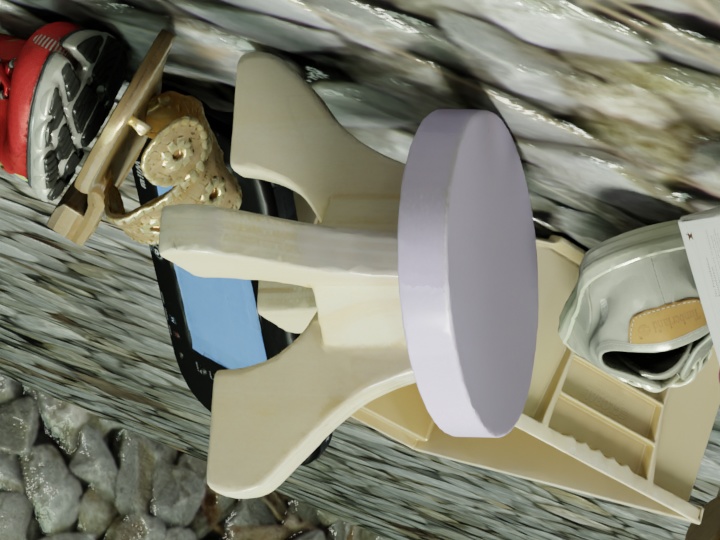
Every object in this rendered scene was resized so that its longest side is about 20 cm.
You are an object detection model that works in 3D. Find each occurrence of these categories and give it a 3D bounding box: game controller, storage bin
[{"bbox_3d":[-0.064,0.002,1.346,0.104,0.042,0.200,20,136,34],"label":"game controller"},{"bbox_3d":[0.056,0.038,1.433,0.200,0.094,0.198,12,168,44],"label":"storage bin"}]

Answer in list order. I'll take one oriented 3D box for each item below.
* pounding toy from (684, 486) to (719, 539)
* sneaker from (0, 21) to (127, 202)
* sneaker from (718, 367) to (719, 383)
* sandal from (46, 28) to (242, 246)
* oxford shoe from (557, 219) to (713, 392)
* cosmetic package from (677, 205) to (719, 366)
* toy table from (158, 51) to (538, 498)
[{"bbox_3d":[0.225,0.177,1.593,0.142,0.184,0.200,21,171,-4],"label":"pounding toy"},{"bbox_3d":[-0.162,-0.078,1.304,0.085,0.077,0.200,29,169,-5],"label":"sneaker"},{"bbox_3d":[0.244,0.085,1.310,0.200,0.088,0.074,14,169,38],"label":"sneaker"},{"bbox_3d":[-0.085,-0.044,1.250,0.070,0.078,0.212,31,163,-6],"label":"sandal"},{"bbox_3d":[0.130,0.028,1.264,0.075,0.058,0.200,-19,167,1],"label":"oxford shoe"},{"bbox_3d":[0.181,0.067,1.044,0.051,0.200,0.083,-18,-176,-20],"label":"cosmetic package"},{"bbox_3d":[0.000,0.000,1.147,0.117,0.184,0.200,1,157,14],"label":"toy table"}]
